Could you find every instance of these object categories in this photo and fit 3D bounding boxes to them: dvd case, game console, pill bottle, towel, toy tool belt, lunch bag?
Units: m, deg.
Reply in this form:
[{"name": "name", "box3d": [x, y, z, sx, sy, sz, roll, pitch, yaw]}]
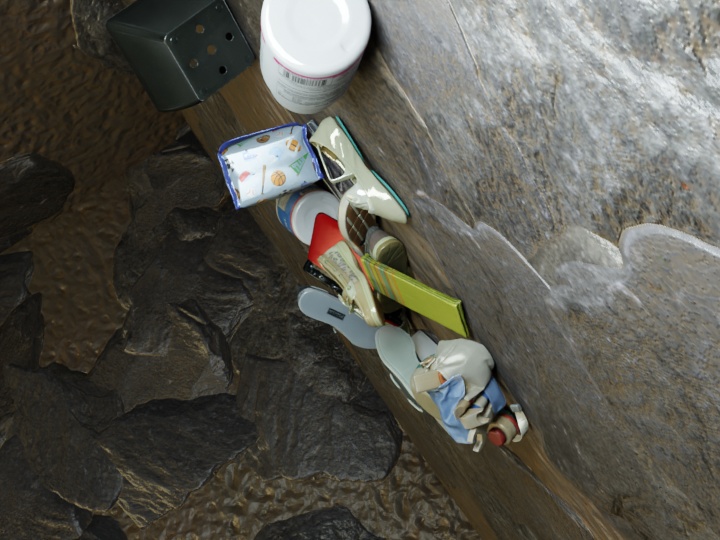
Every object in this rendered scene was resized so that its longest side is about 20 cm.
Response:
[{"name": "dvd case", "box3d": [-0.035, -0.158, 1.511, 0.149, 0.016, 0.200, 53, 171, 21]}, {"name": "game console", "box3d": [0.000, 0.000, 1.637, 0.199, 0.119, 0.172, 32, -178, 30]}, {"name": "pill bottle", "box3d": [-0.055, -0.244, 0.949, 0.114, 0.113, 0.200, 56, 172, -1]}, {"name": "pill bottle", "box3d": [-0.110, -0.123, 1.757, 0.113, 0.112, 0.200, 59, 172, -22]}, {"name": "towel", "box3d": [0.085, 0.038, 1.351, 0.199, 0.018, 0.086, 27, 155, 36]}, {"name": "toy tool belt", "box3d": [0.159, 0.213, 1.324, 0.124, 0.123, 0.201, -14, 112, 53]}, {"name": "lunch bag", "box3d": [-0.165, -0.191, 1.547, 0.200, 0.168, 0.125, -135, 28, -82]}]

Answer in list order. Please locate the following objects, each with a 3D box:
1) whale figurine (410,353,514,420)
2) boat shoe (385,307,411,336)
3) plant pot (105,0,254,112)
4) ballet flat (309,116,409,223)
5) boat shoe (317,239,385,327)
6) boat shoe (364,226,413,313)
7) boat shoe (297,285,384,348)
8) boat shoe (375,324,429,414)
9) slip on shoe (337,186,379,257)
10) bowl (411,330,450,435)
[{"name": "whale figurine", "box3d": [0.184, 0.212, 1.465, 0.199, 0.104, 0.160, 26, 156, 22]}, {"name": "boat shoe", "box3d": [0.059, 0.090, 1.738, 0.062, 0.072, 0.201, 32, 153, 54]}, {"name": "plant pot", "box3d": [-0.312, -0.414, 1.586, 0.177, 0.199, 0.201, 28, 153, 49]}, {"name": "ballet flat", "box3d": [-0.008, -0.136, 1.266, 0.201, 0.069, 0.070, 54, 172, 14]}, {"name": "boat shoe", "box3d": [-0.014, 0.031, 1.454, 0.074, 0.062, 0.201, 63, 179, -42]}, {"name": "boat shoe", "box3d": [0.046, -0.003, 1.473, 0.066, 0.071, 0.202, 57, 168, 33]}, {"name": "boat shoe", "box3d": [-0.038, 0.088, 1.685, 0.198, 0.074, 0.068, 23, -168, -17]}, {"name": "boat shoe", "box3d": [0.086, 0.187, 1.617, 0.061, 0.075, 0.201, 79, 166, -47]}, {"name": "slip on shoe", "box3d": [-0.007, -0.084, 1.441, 0.060, 0.076, 0.200, 40, 173, 26]}, {"name": "bowl", "box3d": [0.159, 0.236, 1.706, 0.201, 0.074, 0.200, 62, 172, -31]}]
